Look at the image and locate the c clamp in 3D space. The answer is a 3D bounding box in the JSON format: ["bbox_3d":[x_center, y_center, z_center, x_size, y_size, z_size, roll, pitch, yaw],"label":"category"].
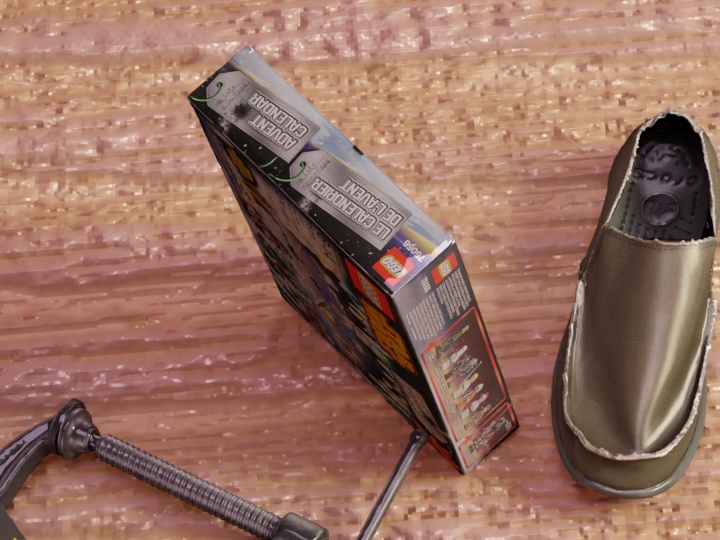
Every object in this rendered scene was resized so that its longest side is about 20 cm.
[{"bbox_3d":[-0.091,0.121,1.284,0.200,0.027,0.171,19,70,16],"label":"c clamp"}]

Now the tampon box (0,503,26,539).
[{"bbox_3d":[-0.250,0.175,1.201,0.200,0.126,0.150,-6,65,5],"label":"tampon box"}]

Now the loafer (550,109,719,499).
[{"bbox_3d":[0.129,0.010,1.294,0.075,0.070,0.200,4,61,9],"label":"loafer"}]

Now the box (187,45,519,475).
[{"bbox_3d":[0.000,0.000,1.239,0.040,0.200,0.137,-42,63,-10],"label":"box"}]
